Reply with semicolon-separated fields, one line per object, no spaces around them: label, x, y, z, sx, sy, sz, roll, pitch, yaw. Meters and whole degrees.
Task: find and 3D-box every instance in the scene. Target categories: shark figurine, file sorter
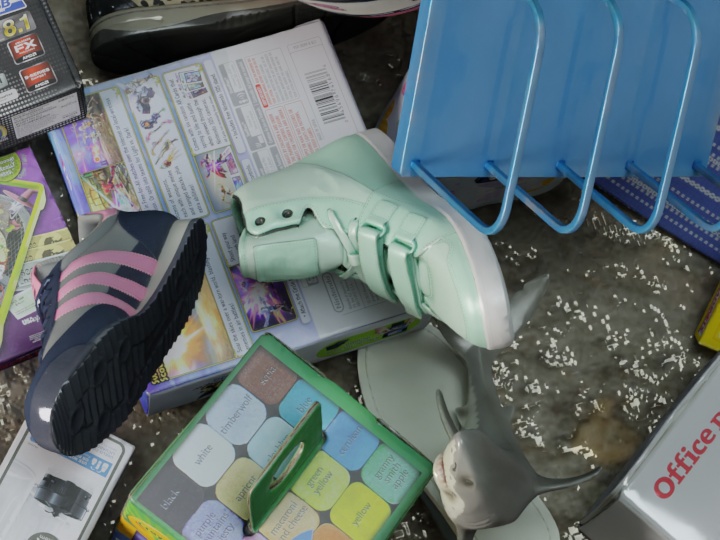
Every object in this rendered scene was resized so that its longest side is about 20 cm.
shark figurine;0.088;0.096;1.210;0.089;0.215;0.129;-7;114;8
file sorter;0.140;-0.097;1.168;0.199;0.123;0.139;-1;115;-24

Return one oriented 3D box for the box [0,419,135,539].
box;-0.197;0.181;1.173;0.060;0.117;0.200;27;67;-3

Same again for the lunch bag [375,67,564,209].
lunch bag;0.100;-0.123;1.331;0.127;0.170;0.200;42;63;2

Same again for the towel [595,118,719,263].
towel;0.240;-0.099;1.353;0.145;0.200;0.024;32;36;-1

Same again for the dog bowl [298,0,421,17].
dog bowl;0.005;-0.240;1.292;0.199;0.074;0.201;-3;74;12

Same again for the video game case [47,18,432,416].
video game case;-0.075;-0.034;1.308;0.181;0.045;0.201;-17;71;-14

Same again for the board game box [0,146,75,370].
board game box;-0.260;0.015;1.267;0.199;0.032;0.120;-21;81;-21

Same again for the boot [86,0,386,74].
boot;-0.086;-0.211;1.371;0.203;0.074;0.154;-11;70;-19

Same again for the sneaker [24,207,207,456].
sneaker;-0.151;0.030;1.184;0.082;0.070;0.200;11;31;13

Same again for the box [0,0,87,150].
box;-0.281;-0.130;1.282;0.199;0.044;0.161;-21;71;-10

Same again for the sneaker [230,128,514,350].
sneaker;0.000;0.000;1.208;0.118;0.074;0.200;-22;37;-16

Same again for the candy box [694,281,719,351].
candy box;0.322;0.037;1.375;0.199;0.026;0.103;22;108;-5

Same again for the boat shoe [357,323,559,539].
boat shoe;0.053;0.114;1.287;0.073;0.062;0.200;-21;55;-16

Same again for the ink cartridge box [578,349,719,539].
ink cartridge box;0.254;0.156;1.311;0.200;0.083;0.145;41;67;3

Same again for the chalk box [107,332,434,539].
chalk box;-0.049;0.128;1.183;0.124;0.200;0.125;38;67;1
